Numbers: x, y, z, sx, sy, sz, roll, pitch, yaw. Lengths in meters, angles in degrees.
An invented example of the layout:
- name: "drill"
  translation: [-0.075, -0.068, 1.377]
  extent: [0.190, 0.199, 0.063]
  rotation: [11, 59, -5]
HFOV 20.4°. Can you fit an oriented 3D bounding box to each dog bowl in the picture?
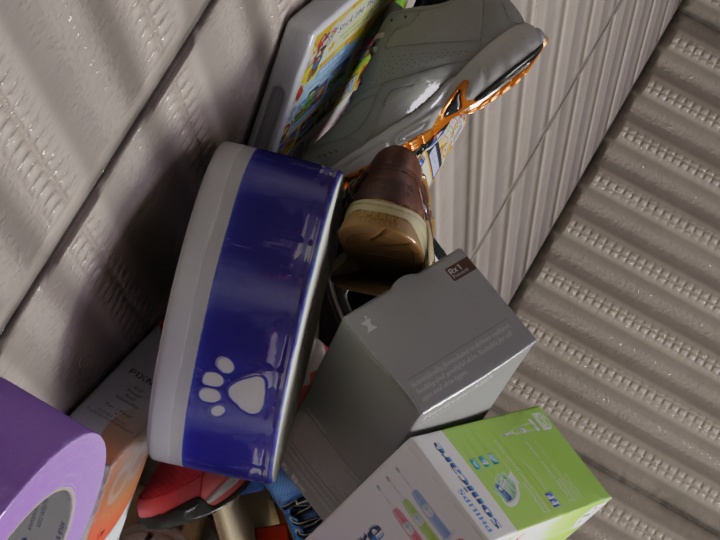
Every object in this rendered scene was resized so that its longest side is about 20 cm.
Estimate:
- name: "dog bowl"
  translation: [-0.069, 0.027, 1.230]
  extent: [0.200, 0.078, 0.201]
  rotation: [13, 90, -89]

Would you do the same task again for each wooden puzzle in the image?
- name: "wooden puzzle"
  translation: [-0.066, 0.168, 1.505]
  extent: [0.046, 0.201, 0.185]
  rotation: [-18, -172, 16]

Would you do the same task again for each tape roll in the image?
- name: "tape roll"
  translation: [-0.214, 0.158, 1.051]
  extent: [0.201, 0.065, 0.200]
  rotation: [-59, 170, -17]

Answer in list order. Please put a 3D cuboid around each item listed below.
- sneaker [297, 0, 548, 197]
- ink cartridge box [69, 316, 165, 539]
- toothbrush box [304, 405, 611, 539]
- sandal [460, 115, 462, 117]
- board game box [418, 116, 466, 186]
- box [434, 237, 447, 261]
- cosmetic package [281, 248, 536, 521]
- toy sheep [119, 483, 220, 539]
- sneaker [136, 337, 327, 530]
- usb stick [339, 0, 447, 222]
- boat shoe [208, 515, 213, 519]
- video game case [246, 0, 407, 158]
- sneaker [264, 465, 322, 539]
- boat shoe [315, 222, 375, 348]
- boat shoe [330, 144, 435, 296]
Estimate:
- name: "sneaker"
  translation: [0.024, -0.127, 1.359]
  extent: [0.200, 0.092, 0.076]
  rotation: [-36, 173, -7]
- name: "ink cartridge box"
  translation: [-0.150, 0.120, 1.330]
  extent: [0.200, 0.050, 0.163]
  rotation: [-45, 162, -49]
- name: "toothbrush box"
  translation: [0.054, 0.173, 1.303]
  extent: [0.146, 0.086, 0.200]
  rotation: [-45, 161, 22]
- name: "sandal"
  translation: [0.060, -0.138, 1.507]
  extent: [0.203, 0.050, 0.083]
  rotation: [-27, -141, 64]
- name: "board game box"
  translation: [0.022, -0.070, 1.701]
  extent: [0.201, 0.046, 0.152]
  rotation: [-60, 171, -6]
- name: "box"
  translation: [0.000, 0.043, 1.536]
  extent: [0.047, 0.193, 0.200]
  rotation: [-12, -146, 47]
- name: "cosmetic package"
  translation: [0.025, 0.085, 1.305]
  extent: [0.107, 0.090, 0.200]
  rotation: [-31, 164, -29]
- name: "toy sheep"
  translation: [-0.143, 0.234, 1.481]
  extent: [0.138, 0.138, 0.200]
  rotation: [-60, 154, -8]
- name: "sneaker"
  translation: [-0.102, 0.093, 1.374]
  extent: [0.074, 0.087, 0.200]
  rotation: [-13, -152, 46]
- name: "usb stick"
  translation: [0.024, -0.124, 1.441]
  extent: [0.055, 0.032, 0.201]
  rotation: [118, -4, -72]
- name: "boat shoe"
  translation: [-0.164, 0.252, 1.604]
  extent: [0.200, 0.068, 0.057]
  rotation: [-60, 172, -54]
- name: "video game case"
  translation: [-0.023, -0.129, 1.364]
  extent: [0.200, 0.023, 0.182]
  rotation: [-48, 164, -52]
- name: "sneaker"
  translation: [-0.015, 0.183, 1.444]
  extent: [0.200, 0.078, 0.089]
  rotation: [49, 37, -43]
- name: "boat shoe"
  translation: [0.000, 0.000, 1.467]
  extent: [0.067, 0.072, 0.201]
  rotation: [-19, -110, 47]
- name: "boat shoe"
  translation: [0.019, -0.030, 1.308]
  extent: [0.200, 0.072, 0.072]
  rotation: [80, 21, -75]
